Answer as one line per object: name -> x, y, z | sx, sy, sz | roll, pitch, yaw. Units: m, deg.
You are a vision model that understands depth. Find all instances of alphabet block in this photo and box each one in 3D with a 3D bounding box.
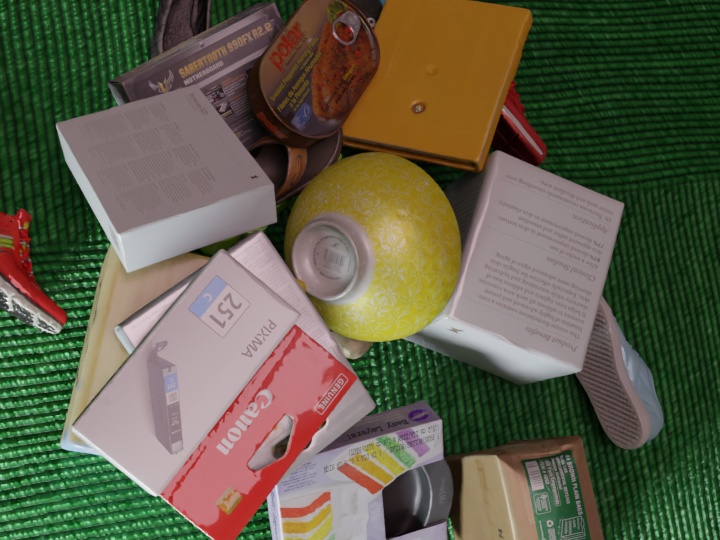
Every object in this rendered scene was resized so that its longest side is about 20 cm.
alphabet block -> -0.182, 0.097, 1.107 | 0.196, 0.195, 0.201 | 14, 76, -16

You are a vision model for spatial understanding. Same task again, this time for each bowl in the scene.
bowl -> -0.008, -0.016, 1.117 | 0.108, 0.200, 0.201 | -17, 85, -58

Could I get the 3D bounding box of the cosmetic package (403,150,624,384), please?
cosmetic package -> 0.167, 0.002, 1.239 | 0.167, 0.166, 0.201 | 22, 75, -12

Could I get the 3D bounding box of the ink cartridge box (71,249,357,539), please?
ink cartridge box -> -0.119, 0.113, 0.957 | 0.176, 0.045, 0.200 | 40, 74, -9

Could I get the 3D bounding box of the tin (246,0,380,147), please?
tin -> -0.050, -0.216, 1.180 | 0.112, 0.042, 0.200 | 45, 51, -20

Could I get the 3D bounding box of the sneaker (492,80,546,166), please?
sneaker -> 0.179, -0.229, 1.329 | 0.116, 0.078, 0.200 | -43, 96, -17

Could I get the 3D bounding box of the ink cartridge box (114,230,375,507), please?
ink cartridge box -> -0.104, 0.089, 1.014 | 0.160, 0.047, 0.200 | -36, 98, -19

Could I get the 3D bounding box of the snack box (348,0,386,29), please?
snack box -> 0.022, -0.237, 1.304 | 0.116, 0.037, 0.200 | -38, 93, -19

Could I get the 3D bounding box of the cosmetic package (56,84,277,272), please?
cosmetic package -> -0.189, -0.095, 1.056 | 0.150, 0.052, 0.200 | -21, 45, -18

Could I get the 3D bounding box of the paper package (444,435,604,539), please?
paper package -> 0.178, 0.287, 1.182 | 0.103, 0.191, 0.201 | -9, 82, -18

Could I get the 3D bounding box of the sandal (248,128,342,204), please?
sandal -> -0.098, -0.113, 1.170 | 0.200, 0.055, 0.082 | -31, 79, -21

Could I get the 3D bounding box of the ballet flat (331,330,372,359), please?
ballet flat -> 0.000, 0.000, 1.247 | 0.066, 0.057, 0.201 | 11, 78, -14

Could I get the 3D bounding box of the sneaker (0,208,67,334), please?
sneaker -> -0.366, -0.022, 1.135 | 0.085, 0.077, 0.200 | -44, 95, -23

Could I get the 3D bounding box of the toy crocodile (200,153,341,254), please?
toy crocodile -> -0.101, -0.082, 1.225 | 0.200, 0.068, 0.062 | -39, 86, -19

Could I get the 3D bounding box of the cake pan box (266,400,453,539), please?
cake pan box -> 0.001, 0.247, 1.167 | 0.199, 0.052, 0.185 | -12, 116, -20

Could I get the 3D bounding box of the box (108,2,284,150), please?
box -> -0.151, -0.179, 1.203 | 0.200, 0.048, 0.159 | -34, 114, -21

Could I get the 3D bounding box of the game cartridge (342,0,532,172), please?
game cartridge -> 0.083, -0.217, 1.236 | 0.176, 0.032, 0.201 | 14, 70, 21

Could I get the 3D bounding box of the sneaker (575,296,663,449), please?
sneaker -> 0.306, 0.114, 1.324 | 0.082, 0.074, 0.201 | -6, 76, -47

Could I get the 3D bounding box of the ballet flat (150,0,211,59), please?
ballet flat -> -0.196, -0.270, 1.219 | 0.066, 0.057, 0.201 | 1, 92, -21
